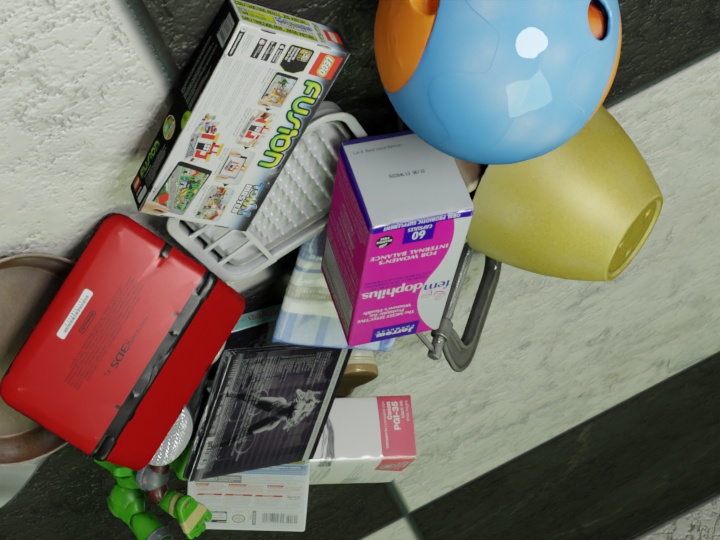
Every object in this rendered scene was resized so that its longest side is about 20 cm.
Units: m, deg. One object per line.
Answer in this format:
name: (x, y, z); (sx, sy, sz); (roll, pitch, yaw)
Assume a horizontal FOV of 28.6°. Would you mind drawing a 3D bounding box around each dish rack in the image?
dish rack: (-0.078, -0.078, 1.326); (0.199, 0.044, 0.172); (-31, 151, 6)

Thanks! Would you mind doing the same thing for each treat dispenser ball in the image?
treat dispenser ball: (0.110, -0.186, 1.135); (0.199, 0.202, 0.202); (-22, 153, -12)

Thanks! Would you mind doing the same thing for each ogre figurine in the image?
ogre figurine: (-0.226, 0.220, 1.577); (0.098, 0.119, 0.202); (-31, 131, -46)

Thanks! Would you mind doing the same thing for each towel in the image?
towel: (0.000, 0.000, 1.469); (0.145, 0.024, 0.202); (7, 122, -26)

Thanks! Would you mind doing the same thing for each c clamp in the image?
c clamp: (0.118, 0.024, 1.594); (0.027, 0.202, 0.171); (7, 148, 28)

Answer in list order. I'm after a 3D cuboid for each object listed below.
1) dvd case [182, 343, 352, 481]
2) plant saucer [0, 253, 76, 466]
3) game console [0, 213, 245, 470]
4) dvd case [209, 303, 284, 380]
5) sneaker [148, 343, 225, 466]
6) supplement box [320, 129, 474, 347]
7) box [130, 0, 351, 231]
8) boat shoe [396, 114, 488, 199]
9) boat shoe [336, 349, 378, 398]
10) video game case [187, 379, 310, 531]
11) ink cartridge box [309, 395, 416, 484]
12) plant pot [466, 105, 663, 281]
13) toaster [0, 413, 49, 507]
dvd case: (-0.096, 0.147, 1.519); (0.199, 0.016, 0.150); (-2, 117, -51)
plant saucer: (-0.315, 0.078, 1.296); (0.199, 0.034, 0.203); (-14, 113, -35)
game console: (-0.220, 0.071, 1.335); (0.201, 0.171, 0.119); (-58, -168, -6)
dvd case: (-0.149, 0.112, 1.627); (0.145, 0.022, 0.201); (-15, 152, -24)
sneaker: (-0.183, 0.101, 1.471); (0.114, 0.075, 0.202); (56, 53, -87)
supplement box: (0.030, -0.029, 1.342); (0.100, 0.104, 0.201); (-11, 149, -15)
box: (-0.103, -0.124, 1.180); (0.109, 0.035, 0.201); (10, 128, -35)
boat shoe: (0.098, -0.112, 1.401); (0.074, 0.075, 0.202); (-32, 153, 10)
boat shoe: (-0.039, 0.112, 1.678); (0.071, 0.066, 0.200); (2, 163, -25)
video game case: (-0.128, 0.216, 1.633); (0.141, 0.018, 0.202); (3, 119, -5)
ink cartridge box: (-0.044, 0.212, 1.747); (0.197, 0.084, 0.147); (0, 161, -13)
plant pot: (0.222, -0.071, 1.438); (0.200, 0.141, 0.201); (-45, 156, -26)
toaster: (-0.392, 0.166, 1.393); (0.128, 0.115, 0.200); (4, 142, -40)
